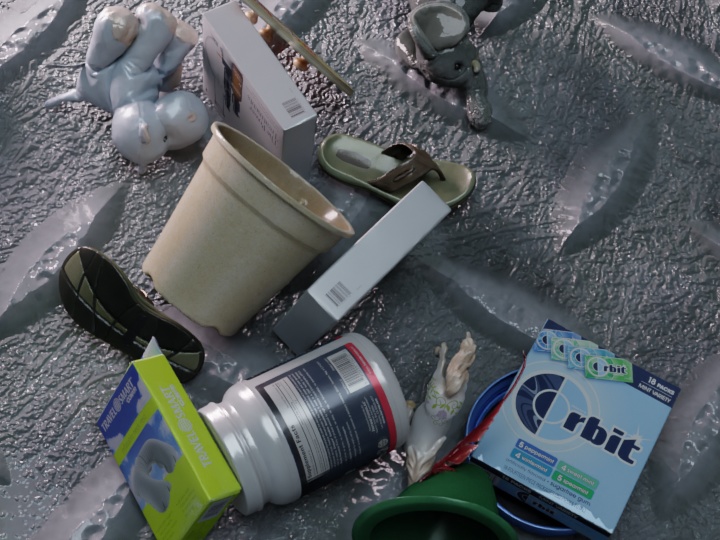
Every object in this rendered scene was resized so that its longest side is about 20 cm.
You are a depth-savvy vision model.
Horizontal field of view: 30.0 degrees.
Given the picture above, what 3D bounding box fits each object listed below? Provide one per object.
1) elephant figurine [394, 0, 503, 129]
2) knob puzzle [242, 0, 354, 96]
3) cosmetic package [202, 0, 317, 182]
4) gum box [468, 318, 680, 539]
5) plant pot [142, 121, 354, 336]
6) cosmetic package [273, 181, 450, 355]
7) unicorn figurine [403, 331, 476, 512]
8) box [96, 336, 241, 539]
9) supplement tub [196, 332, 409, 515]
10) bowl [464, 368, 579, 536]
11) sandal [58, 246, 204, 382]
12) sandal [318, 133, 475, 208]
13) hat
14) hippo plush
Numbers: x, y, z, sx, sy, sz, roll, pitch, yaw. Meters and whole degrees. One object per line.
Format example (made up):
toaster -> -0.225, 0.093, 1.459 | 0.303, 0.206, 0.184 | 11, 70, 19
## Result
elephant figurine -> 0.109, -0.308, 1.765 | 0.155, 0.142, 0.200 | 10, 72, 33
knob puzzle -> -0.090, -0.285, 1.708 | 0.220, 0.220, 0.030 | 45, 97, 18
cosmetic package -> -0.128, -0.208, 1.654 | 0.052, 0.151, 0.200 | -27, 66, -18
gum box -> 0.237, 0.175, 1.488 | 0.170, 0.045, 0.200 | 28, 61, 10
plant pot -> -0.140, -0.034, 1.517 | 0.200, 0.200, 0.184 | 41, 99, 17
cosmetic package -> 0.000, 0.000, 1.537 | 0.052, 0.151, 0.200 | 45, 63, 3
unicorn figurine -> 0.081, 0.174, 1.476 | 0.074, 0.200, 0.137 | 5, 32, 2
box -> -0.211, 0.186, 1.426 | 0.048, 0.122, 0.200 | -11, 59, -42
supplement tub -> -0.061, 0.165, 1.447 | 0.200, 0.140, 0.140 | -24, 65, -19
bowl -> 0.214, 0.205, 1.516 | 0.200, 0.039, 0.201 | 3, 59, -5
sandal -> -0.265, 0.056, 1.539 | 0.201, 0.057, 0.080 | 42, 94, -1
sandal -> 0.044, -0.126, 1.672 | 0.201, 0.057, 0.080 | 15, 59, 2
hat -> 0.099, 0.217, 1.430 | 0.200, 0.166, 0.176 | -10, 45, 21
hippo plush -> -0.271, -0.219, 1.638 | 0.200, 0.159, 0.161 | -19, 63, -18
